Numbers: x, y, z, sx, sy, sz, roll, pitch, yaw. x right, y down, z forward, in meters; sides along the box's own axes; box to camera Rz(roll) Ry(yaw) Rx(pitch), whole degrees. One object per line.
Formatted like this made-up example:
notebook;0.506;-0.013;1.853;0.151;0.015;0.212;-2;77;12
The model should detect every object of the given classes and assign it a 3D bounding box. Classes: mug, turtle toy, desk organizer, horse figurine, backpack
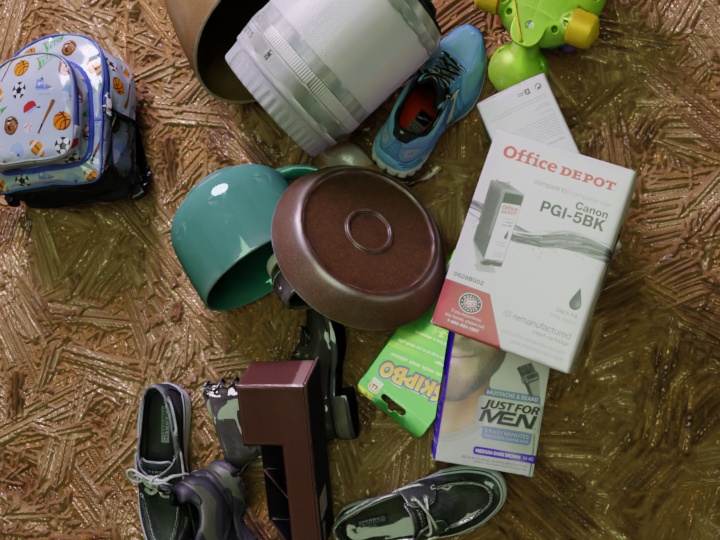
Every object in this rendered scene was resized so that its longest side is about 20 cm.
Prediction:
mug;-0.123;-0.051;1.083;0.183;0.152;0.115;-24;71;-33
turtle toy;0.201;-0.288;1.064;0.144;0.101;0.202;25;89;13
desk organizer;-0.079;0.201;1.033;0.076;0.072;0.203;-2;107;9
horse figurine;-0.001;-0.141;1.113;0.132;0.050;0.201;-35;80;-1
backpack;-0.358;-0.182;1.144;0.197;0.154;0.194;-3;72;14

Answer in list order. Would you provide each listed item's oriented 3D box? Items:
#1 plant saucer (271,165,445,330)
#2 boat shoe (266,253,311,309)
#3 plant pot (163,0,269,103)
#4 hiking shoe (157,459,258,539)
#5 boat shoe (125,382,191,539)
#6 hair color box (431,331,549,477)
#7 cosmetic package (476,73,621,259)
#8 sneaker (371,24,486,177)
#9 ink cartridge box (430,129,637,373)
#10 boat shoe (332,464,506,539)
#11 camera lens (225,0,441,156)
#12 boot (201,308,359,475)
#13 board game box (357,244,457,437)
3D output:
plant saucer;0.005;-0.035;1.011;0.197;0.035;0.203;10;57;-15
boat shoe;0.000;0.000;1.053;0.198;0.072;0.061;-11;51;-17
plant pot;-0.159;-0.331;1.115;0.186;0.186;0.201;-41;63;4
hiking shoe;-0.159;0.317;1.050;0.100;0.076;0.203;-15;79;-35
boat shoe;-0.227;0.231;1.101;0.072;0.068;0.203;2;84;12
hair color box;0.144;0.108;1.027;0.107;0.065;0.204;8;89;1
cosmetic package;0.204;-0.094;1.037;0.084;0.108;0.203;-22;78;8
sneaker;0.089;-0.196;1.064;0.078;0.090;0.202;30;70;2
ink cartridge box;0.171;-0.018;0.941;0.145;0.083;0.203;18;90;16
boat shoe;0.063;0.265;1.034;0.197;0.071;0.073;-21;86;11
camera lens;-0.025;-0.242;1.020;0.200;0.160;0.160;-42;77;7
boot;-0.099;0.122;1.089;0.171;0.069;0.203;-11;83;9
board game box;0.089;0.080;1.078;0.095;0.030;0.201;36;88;11
